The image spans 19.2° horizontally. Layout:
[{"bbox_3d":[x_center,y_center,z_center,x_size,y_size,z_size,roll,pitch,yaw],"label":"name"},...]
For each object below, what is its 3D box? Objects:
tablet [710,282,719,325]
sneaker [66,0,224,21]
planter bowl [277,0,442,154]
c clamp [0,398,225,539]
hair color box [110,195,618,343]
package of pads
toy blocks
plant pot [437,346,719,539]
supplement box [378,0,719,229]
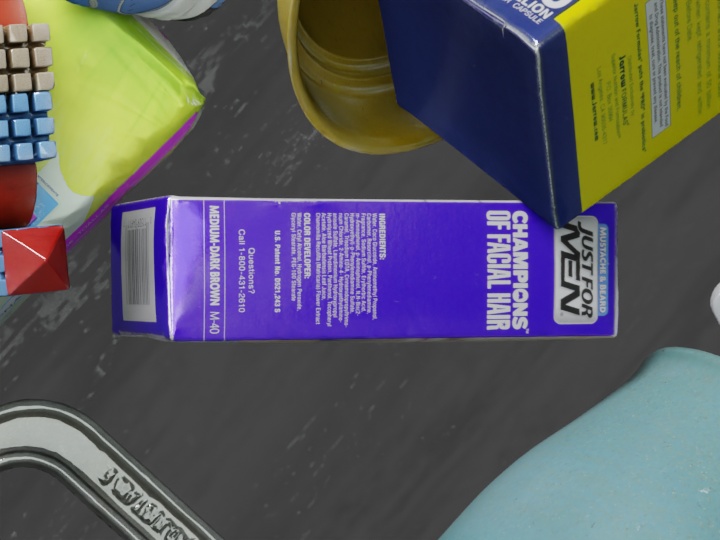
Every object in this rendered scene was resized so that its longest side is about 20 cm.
[{"bbox_3d":[0.248,0.047,0.971,0.130,0.014,0.200,-36,120,-5],"label":"tablet"},{"bbox_3d":[-0.081,-0.194,0.876,0.077,0.076,0.201,-11,121,-39],"label":"sneaker"},{"bbox_3d":[0.022,-0.158,0.942,0.200,0.200,0.083,-47,58,-4],"label":"planter bowl"},{"bbox_3d":[-0.137,0.167,0.974,0.171,0.027,0.200,-42,93,-4],"label":"c clamp"},{"bbox_3d":[0.000,0.000,0.925,0.199,0.109,0.065,-2,90,-19],"label":"hair color box"},{"bbox_3d":[-0.183,-0.096,0.954,0.200,0.068,0.155,45,86,-3],"label":"package of pads"},{"bbox_3d":[-0.162,-0.065,0.840,0.100,0.137,0.201,-5,91,-27],"label":"toy blocks"},{"bbox_3d":[0.129,0.145,0.924,0.200,0.200,0.188,39,73,-3],"label":"plant pot"},{"bbox_3d":[0.116,-0.132,0.898,0.200,0.110,0.109,-36,53,-19],"label":"supplement box"}]
